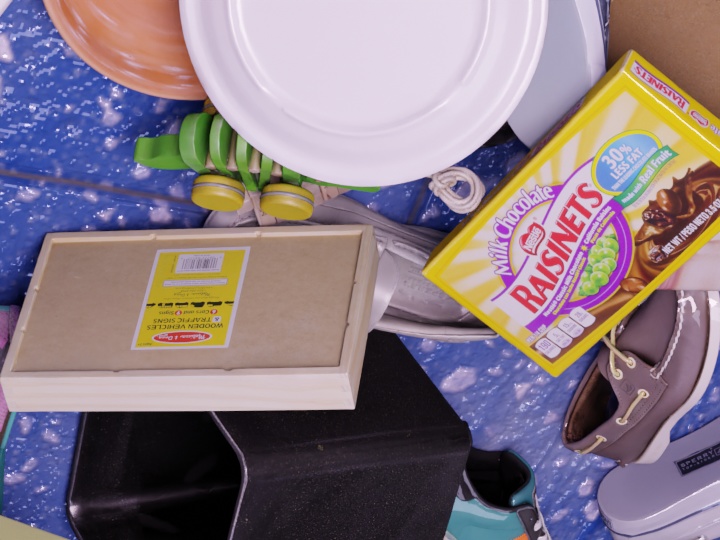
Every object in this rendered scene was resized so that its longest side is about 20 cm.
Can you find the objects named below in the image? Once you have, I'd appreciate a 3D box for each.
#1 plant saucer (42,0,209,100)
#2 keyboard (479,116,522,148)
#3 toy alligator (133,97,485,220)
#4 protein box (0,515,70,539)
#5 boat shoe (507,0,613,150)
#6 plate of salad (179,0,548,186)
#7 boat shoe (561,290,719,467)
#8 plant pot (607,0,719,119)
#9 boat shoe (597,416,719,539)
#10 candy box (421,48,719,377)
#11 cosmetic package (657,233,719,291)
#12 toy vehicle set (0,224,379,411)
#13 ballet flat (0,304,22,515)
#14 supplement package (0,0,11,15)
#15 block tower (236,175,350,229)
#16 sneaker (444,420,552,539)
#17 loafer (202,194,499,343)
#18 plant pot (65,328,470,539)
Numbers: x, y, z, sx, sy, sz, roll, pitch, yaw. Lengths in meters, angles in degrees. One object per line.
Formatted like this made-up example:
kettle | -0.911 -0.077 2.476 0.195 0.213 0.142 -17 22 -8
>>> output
plant saucer | -0.081 -0.187 1.338 0.199 0.038 0.201 -10 127 -13
keyboard | 0.066 -0.167 1.370 0.103 0.040 0.202 2 96 -18
toy alligator | -0.030 -0.063 1.356 0.198 0.060 0.054 7 164 7
protein box | -0.294 0.234 1.421 0.199 0.199 0.136 17 126 14
boat shoe | 0.117 -0.166 1.330 0.091 0.071 0.201 -35 128 -42
plate of salad | 0.002 -0.145 1.309 0.199 0.048 0.202 2 102 10
boat shoe | 0.178 0.061 1.567 0.059 0.072 0.200 1 148 -11
plant pot | 0.207 -0.157 1.381 0.199 0.201 0.027 -29 162 3
boat shoe | 0.261 0.140 1.684 0.199 0.074 0.066 -18 135 7
candy box | 0.126 -0.027 1.342 0.102 0.026 0.200 39 133 -5
cosmetic package | 0.205 -0.043 1.464 0.199 0.103 0.088 3 113 -38
toy vehicle set | -0.094 0.026 1.390 0.198 0.125 0.027 -1 132 11
ballet flat | -0.240 0.104 1.487 0.071 0.069 0.201 13 118 -6
supplement package | -0.182 -0.220 1.204 0.119 0.121 0.200 36 110 -13
block tower | 0.013 -0.090 1.419 0.199 0.054 0.058 -23 160 -3
sneaker | 0.099 0.173 1.644 0.080 0.072 0.200 -38 127 16
loafer | 0.000 0.000 1.482 0.199 0.070 0.070 10 121 -25
plant pot | -0.050 0.121 1.488 0.176 0.200 0.201 -7 128 -29
